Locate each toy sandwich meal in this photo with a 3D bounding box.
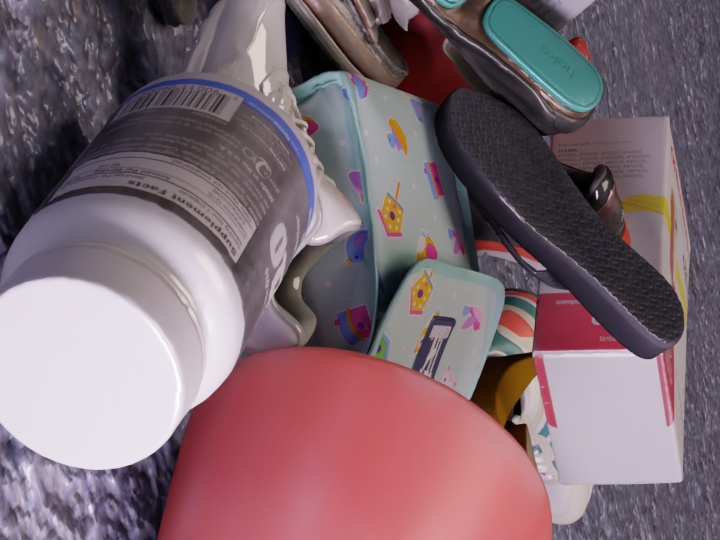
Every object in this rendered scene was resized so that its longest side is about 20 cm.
[{"bbox_3d":[0.094,0.141,1.412,0.205,0.070,0.205,-4,90,-75],"label":"toy sandwich meal"}]

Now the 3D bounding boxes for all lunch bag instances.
[{"bbox_3d":[0.000,0.000,1.259,0.170,0.122,0.200,12,65,-66],"label":"lunch bag"}]

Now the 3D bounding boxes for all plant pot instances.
[{"bbox_3d":[-0.022,0.167,1.077,0.200,0.200,0.177,66,34,-38],"label":"plant pot"}]

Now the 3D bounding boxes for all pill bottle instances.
[{"bbox_3d":[-0.096,-0.002,1.014,0.200,0.114,0.114,-64,141,-58],"label":"pill bottle"}]

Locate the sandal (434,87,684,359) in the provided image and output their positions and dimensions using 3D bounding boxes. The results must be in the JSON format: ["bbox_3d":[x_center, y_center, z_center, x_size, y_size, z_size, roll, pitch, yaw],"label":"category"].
[{"bbox_3d":[0.108,-0.020,1.292,0.200,0.043,0.076,48,38,-12],"label":"sandal"}]

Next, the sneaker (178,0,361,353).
[{"bbox_3d":[-0.044,-0.050,1.153,0.078,0.099,0.200,-14,110,-71],"label":"sneaker"}]

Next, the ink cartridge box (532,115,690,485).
[{"bbox_3d":[0.167,0.018,1.442,0.145,0.083,0.200,72,20,-48],"label":"ink cartridge box"}]

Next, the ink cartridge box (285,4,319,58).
[{"bbox_3d":[-0.034,-0.240,1.396,0.198,0.047,0.200,-37,115,-69],"label":"ink cartridge box"}]

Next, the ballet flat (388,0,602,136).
[{"bbox_3d":[0.057,-0.153,1.298,0.200,0.068,0.068,51,52,-11],"label":"ballet flat"}]

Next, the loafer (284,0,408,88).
[{"bbox_3d":[-0.027,-0.186,1.266,0.200,0.063,0.072,50,11,-22],"label":"loafer"}]

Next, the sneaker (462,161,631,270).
[{"bbox_3d":[0.069,-0.053,1.368,0.077,0.200,0.082,-70,161,-45],"label":"sneaker"}]

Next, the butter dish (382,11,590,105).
[{"bbox_3d":[0.079,-0.142,1.474,0.199,0.148,0.200,-65,161,-59],"label":"butter dish"}]

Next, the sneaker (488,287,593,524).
[{"bbox_3d":[0.118,0.118,1.678,0.093,0.070,0.200,-41,125,-47],"label":"sneaker"}]

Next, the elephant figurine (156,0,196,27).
[{"bbox_3d":[-0.029,-0.235,1.153,0.142,0.200,0.155,62,-16,-16],"label":"elephant figurine"}]

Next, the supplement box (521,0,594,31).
[{"bbox_3d":[0.067,-0.239,1.341,0.200,0.103,0.101,40,35,-12],"label":"supplement box"}]
